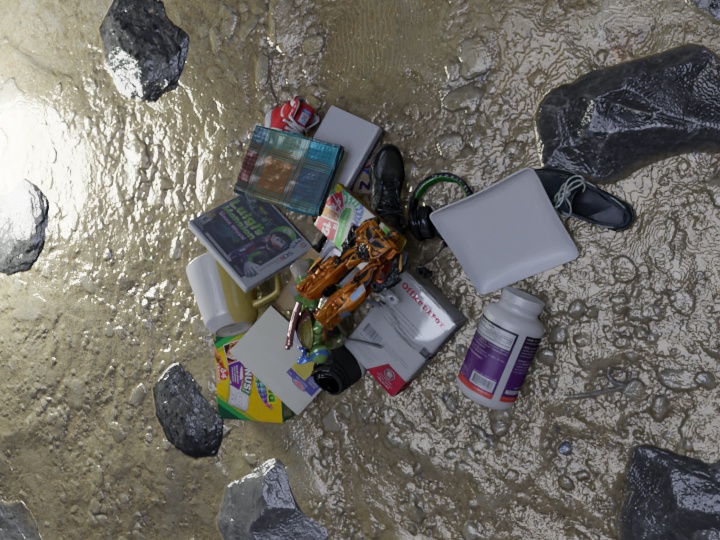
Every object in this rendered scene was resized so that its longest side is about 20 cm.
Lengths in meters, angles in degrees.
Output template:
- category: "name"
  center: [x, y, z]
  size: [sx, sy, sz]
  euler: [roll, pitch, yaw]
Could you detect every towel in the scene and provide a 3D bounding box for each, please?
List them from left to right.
- category: "towel"
  center: [-0.142, -0.195, 1.260]
  size: [0.198, 0.022, 0.149]
  euler: [17, 85, 19]

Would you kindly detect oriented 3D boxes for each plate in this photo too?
- category: "plate"
  center: [0.253, -0.068, 1.143]
  size: [0.198, 0.032, 0.200]
  euler: [-24, 117, 28]

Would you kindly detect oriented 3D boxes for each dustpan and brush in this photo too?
- category: "dustpan and brush"
  center: [0.000, 0.000, 1.236]
  size: [0.199, 0.057, 0.141]
  euler: [35, 108, 16]

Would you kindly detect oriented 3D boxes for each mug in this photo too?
- category: "mug"
  center: [-0.272, 0.046, 1.368]
  size: [0.186, 0.148, 0.155]
  euler: [-34, 63, 40]

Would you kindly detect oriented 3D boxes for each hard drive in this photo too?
- category: "hard drive"
  center: [-0.057, -0.218, 1.303]
  size: [0.131, 0.025, 0.202]
  euler: [30, 91, 29]

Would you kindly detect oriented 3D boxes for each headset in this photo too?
- category: "headset"
  center: [0.140, -0.086, 1.210]
  size: [0.122, 0.094, 0.203]
  euler: [10, 86, 26]

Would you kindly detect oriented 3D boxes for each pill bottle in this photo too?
- category: "pill bottle"
  center: [0.254, 0.137, 1.155]
  size: [0.111, 0.112, 0.202]
  euler: [25, 103, 23]

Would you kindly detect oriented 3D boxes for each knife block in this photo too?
- category: "knife block"
  center: [-0.089, -0.013, 1.345]
  size: [0.198, 0.064, 0.178]
  euler: [-8, 89, 27]

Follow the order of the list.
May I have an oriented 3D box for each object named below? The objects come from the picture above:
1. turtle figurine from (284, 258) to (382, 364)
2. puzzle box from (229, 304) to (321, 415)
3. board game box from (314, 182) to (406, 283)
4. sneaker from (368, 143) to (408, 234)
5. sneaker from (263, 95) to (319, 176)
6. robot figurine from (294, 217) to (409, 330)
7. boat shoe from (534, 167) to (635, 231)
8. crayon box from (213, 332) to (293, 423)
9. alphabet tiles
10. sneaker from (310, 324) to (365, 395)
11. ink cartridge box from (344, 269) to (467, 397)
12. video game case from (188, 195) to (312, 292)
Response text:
- category: "turtle figurine"
  center: [-0.055, 0.074, 1.220]
  size: [0.199, 0.144, 0.195]
  euler: [-33, 56, 9]
- category: "puzzle box"
  center: [-0.157, 0.187, 1.356]
  size: [0.200, 0.025, 0.133]
  euler: [44, 93, -4]
- category: "board game box"
  center: [-0.004, -0.070, 1.193]
  size: [0.200, 0.030, 0.096]
  euler: [43, 112, 33]
- category: "sneaker"
  center: [0.056, -0.132, 1.223]
  size: [0.075, 0.114, 0.202]
  euler: [3, 108, -19]
- category: "sneaker"
  center: [-0.140, -0.268, 1.319]
  size: [0.112, 0.071, 0.202]
  euler: [-24, 57, 29]
- category: "robot figurine"
  center: [-0.012, -0.001, 1.107]
  size: [0.200, 0.058, 0.145]
  euler: [-44, 58, 7]
- category: "boat shoe"
  center: [0.369, -0.122, 1.110]
  size: [0.199, 0.062, 0.076]
  euler: [33, 108, 21]
- category: "crayon box"
  center: [-0.236, 0.226, 1.433]
  size: [0.170, 0.058, 0.203]
  euler: [-2, 92, 26]
- category: "alphabet tiles"
  center: [-0.046, -0.188, 1.311]
  size: [0.165, 0.008, 0.203]
  euler: [5, 78, 26]
- category: "sneaker"
  center: [-0.074, 0.159, 1.296]
  size: [0.070, 0.099, 0.201]
  euler: [-30, 98, 38]
- category: "ink cartridge box"
  center: [0.087, 0.117, 1.252]
  size: [0.145, 0.083, 0.201]
  euler: [46, 111, 18]
- category: "video game case"
  center: [-0.229, -0.070, 1.358]
  size: [0.200, 0.181, 0.023]
  euler: [46, 146, 17]
